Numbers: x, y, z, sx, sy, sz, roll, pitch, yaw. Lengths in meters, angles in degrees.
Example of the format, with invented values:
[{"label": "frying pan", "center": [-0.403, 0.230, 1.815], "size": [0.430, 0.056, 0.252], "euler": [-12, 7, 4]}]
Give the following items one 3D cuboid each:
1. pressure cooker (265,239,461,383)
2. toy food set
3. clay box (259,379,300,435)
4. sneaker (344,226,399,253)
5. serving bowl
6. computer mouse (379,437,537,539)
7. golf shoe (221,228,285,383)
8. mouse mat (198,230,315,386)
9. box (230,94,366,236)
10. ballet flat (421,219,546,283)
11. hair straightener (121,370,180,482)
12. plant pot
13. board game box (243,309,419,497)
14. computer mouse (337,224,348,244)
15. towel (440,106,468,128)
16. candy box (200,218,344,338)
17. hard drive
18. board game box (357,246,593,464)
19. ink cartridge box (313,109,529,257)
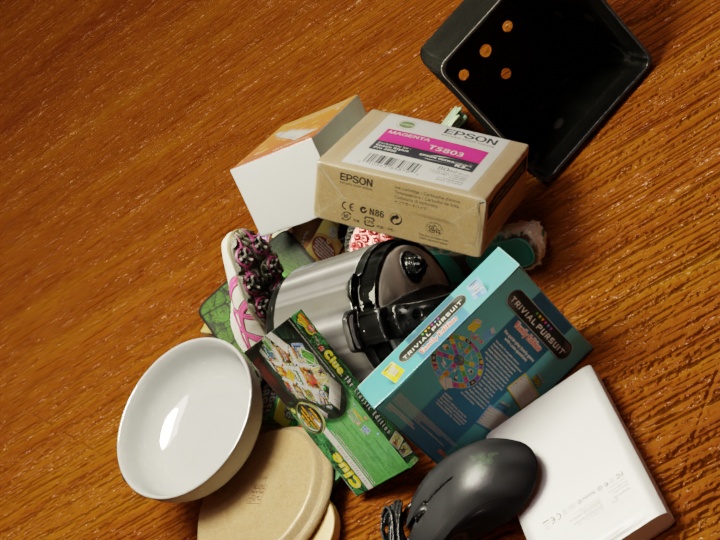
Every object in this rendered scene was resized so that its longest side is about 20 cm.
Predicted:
[{"label": "pressure cooker", "center": [0.017, 0.058, 1.479], "size": [0.200, 0.179, 0.176], "euler": [-17, 42, 34]}, {"label": "toy food set", "center": [-0.101, 0.261, 1.513], "size": [0.200, 0.049, 0.198], "euler": [-21, 42, 31]}, {"label": "clay box", "center": [-0.131, 0.150, 1.649], "size": [0.200, 0.048, 0.115], "euler": [-14, 47, 38]}, {"label": "sneaker", "center": [0.069, -0.064, 1.622], "size": [0.200, 0.096, 0.079], "euler": [-41, 60, -9]}, {"label": "serving bowl", "center": [-0.189, 0.182, 1.568], "size": [0.200, 0.066, 0.201], "euler": [-19, 53, 27]}, {"label": "computer mouse", "center": [0.087, 0.233, 1.321], "size": [0.200, 0.053, 0.139], "euler": [-42, 35, 22]}, {"label": "golf shoe", "center": [-0.124, 0.047, 1.544], "size": [0.092, 0.201, 0.073], "euler": [-5, 24, 37]}, {"label": "mouse mat", "center": [-0.113, 0.045, 1.677], "size": [0.161, 0.008, 0.200], "euler": [-43, 42, 0]}, {"label": "box", "center": [-0.063, -0.138, 1.740], "size": [0.124, 0.098, 0.200], "euler": [-19, 16, 24]}, {"label": "ballet flat", "center": [0.127, -0.017, 1.546], "size": [0.199, 0.072, 0.072], "euler": [-11, 48, 31]}, {"label": "hair straightener", "center": [-0.242, 0.182, 1.676], "size": [0.200, 0.041, 0.077], "euler": [-60, 13, 8]}, {"label": "plant pot", "center": [0.187, -0.257, 1.614], "size": [0.200, 0.199, 0.177], "euler": [-48, 25, -2]}, {"label": "board game box", "center": [-0.033, 0.142, 1.423], "size": [0.105, 0.200, 0.023], "euler": [-36, 2, 45]}, {"label": "computer mouse", "center": [0.000, 0.000, 1.666], "size": [0.109, 0.044, 0.201], "euler": [-15, 46, 34]}, {"label": "towel", "center": [0.054, -0.136, 1.703], "size": [0.200, 0.023, 0.153], "euler": [-43, 5, 6]}, {"label": "candy box", "center": [-0.111, 0.015, 1.752], "size": [0.116, 0.056, 0.200], "euler": [7, 62, 47]}, {"label": "hard drive", "center": [0.205, 0.197, 1.287], "size": [0.132, 0.027, 0.200], "euler": [-37, 38, 14]}, {"label": "board game box", "center": [0.118, 0.098, 1.362], "size": [0.200, 0.151, 0.047], "euler": [-45, 35, 1]}, {"label": "ink cartridge box", "center": [0.070, -0.101, 1.500], "size": [0.199, 0.075, 0.165], "euler": [14, 33, 18]}]
